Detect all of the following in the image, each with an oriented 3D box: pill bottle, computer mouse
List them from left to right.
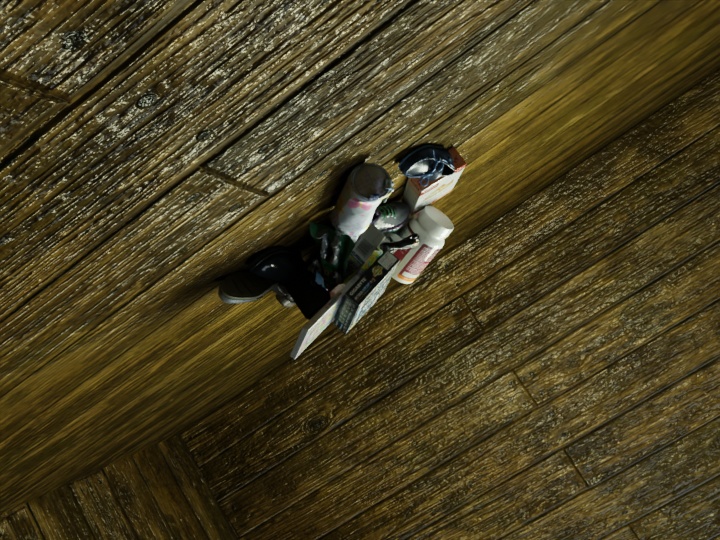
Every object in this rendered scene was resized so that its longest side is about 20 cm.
[{"bbox_3d":[0.069,-0.075,1.530,0.110,0.044,0.200,-20,-169,-17],"label":"computer mouse"},{"bbox_3d":[0.153,-0.070,1.605,0.200,0.114,0.114,-52,163,28],"label":"pill bottle"}]

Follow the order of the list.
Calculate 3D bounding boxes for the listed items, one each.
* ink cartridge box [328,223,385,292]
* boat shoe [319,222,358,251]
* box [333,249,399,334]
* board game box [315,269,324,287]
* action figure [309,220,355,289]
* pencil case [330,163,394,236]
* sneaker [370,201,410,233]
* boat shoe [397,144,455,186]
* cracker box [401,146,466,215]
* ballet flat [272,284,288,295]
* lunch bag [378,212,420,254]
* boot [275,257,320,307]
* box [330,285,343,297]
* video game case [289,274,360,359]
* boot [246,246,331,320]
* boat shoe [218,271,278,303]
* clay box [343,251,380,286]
[{"bbox_3d":[-0.031,-0.024,1.448,0.200,0.050,0.109,-38,-169,48],"label":"ink cartridge box"},{"bbox_3d":[-0.070,-0.076,1.407,0.068,0.072,0.200,8,168,-21],"label":"boat shoe"},{"bbox_3d":[0.012,0.055,1.432,0.159,0.046,0.200,-47,170,-25],"label":"box"},{"bbox_3d":[-0.041,-0.032,1.626,0.200,0.040,0.153,-46,172,-17],"label":"board game box"},{"bbox_3d":[-0.069,-0.018,1.348,0.055,0.118,0.200,-48,159,-27],"label":"action figure"},{"bbox_3d":[0.000,-0.142,1.219,0.091,0.083,0.200,-6,163,-18],"label":"pencil case"},{"bbox_3d":[0.055,-0.135,1.494,0.200,0.074,0.088,-27,165,-28],"label":"sneaker"},{"bbox_3d":[0.161,-0.236,1.321,0.200,0.069,0.084,-23,166,-48],"label":"boat shoe"},{"bbox_3d":[0.182,-0.221,1.510,0.134,0.058,0.200,-32,170,-8],"label":"cracker box"},{"bbox_3d":[-0.154,0.046,1.513,0.200,0.067,0.046,11,-124,40],"label":"ballet flat"},{"bbox_3d":[0.106,-0.115,1.728,0.160,0.077,0.200,-29,166,-28],"label":"lunch bag"},{"bbox_3d":[-0.142,0.025,1.692,0.174,0.069,0.200,-44,176,15],"label":"boot"},{"bbox_3d":[-0.057,0.039,1.726,0.200,0.100,0.075,-52,179,-22],"label":"box"},{"bbox_3d":[-0.082,0.108,1.382,0.200,0.018,0.143,-45,169,-37],"label":"video game case"},{"bbox_3d":[-0.151,0.032,1.350,0.076,0.168,0.200,-38,170,19],"label":"boot"},{"bbox_3d":[-0.254,0.043,1.353,0.068,0.075,0.200,-45,167,30],"label":"boat shoe"},{"bbox_3d":[0.000,0.000,1.562,0.115,0.048,0.200,-48,-178,-5],"label":"clay box"}]
